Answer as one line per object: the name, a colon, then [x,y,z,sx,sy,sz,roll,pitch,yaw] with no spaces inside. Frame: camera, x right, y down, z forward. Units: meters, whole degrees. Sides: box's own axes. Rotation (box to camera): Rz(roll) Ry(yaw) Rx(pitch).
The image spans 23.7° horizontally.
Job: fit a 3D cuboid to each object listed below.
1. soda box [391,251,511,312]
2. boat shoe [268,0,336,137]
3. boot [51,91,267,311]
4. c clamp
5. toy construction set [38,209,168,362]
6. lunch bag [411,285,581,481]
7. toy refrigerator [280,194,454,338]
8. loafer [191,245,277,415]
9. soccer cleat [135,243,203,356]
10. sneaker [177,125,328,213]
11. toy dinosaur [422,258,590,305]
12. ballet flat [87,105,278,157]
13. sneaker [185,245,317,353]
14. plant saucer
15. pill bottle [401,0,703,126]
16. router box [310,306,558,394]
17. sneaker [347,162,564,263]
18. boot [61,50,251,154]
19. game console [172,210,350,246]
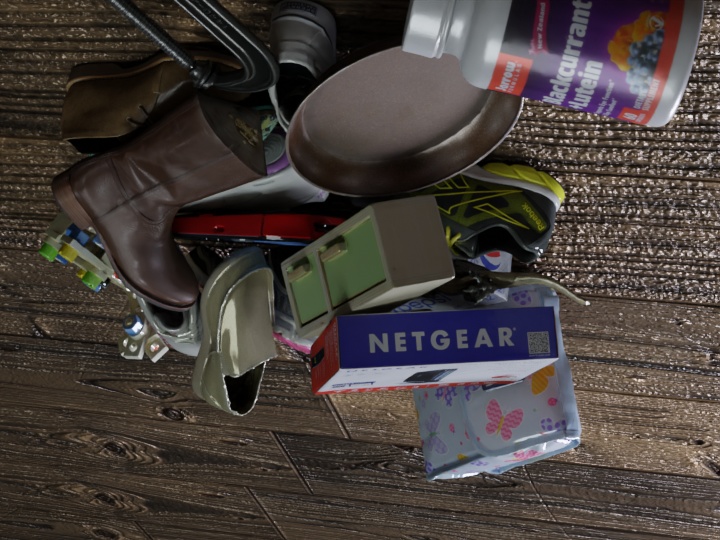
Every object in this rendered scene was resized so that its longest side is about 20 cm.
soda box: [0.055,0.007,1.704,0.068,0.064,0.200,28,151,-36]
boat shoe: [-0.042,-0.143,1.426,0.072,0.066,0.200,9,155,5]
boot: [-0.140,-0.058,1.482,0.199,0.064,0.186,-25,128,29]
c clamp: [-0.159,-0.202,1.359,0.200,0.027,0.171,38,154,-19]
toy construction set: [-0.256,0.001,1.767,0.131,0.092,0.200,25,152,38]
lunch bag: [0.138,0.112,1.744,0.127,0.170,0.200,-1,165,-34]
toy refrigerator: [0.000,0.000,1.514,0.070,0.076,0.200,-10,171,-27]
loafer: [-0.113,0.062,1.669,0.068,0.076,0.201,40,138,28]
soccer cleat: [-0.183,0.045,1.696,0.070,0.087,0.200,-18,142,4]
sneaker: [-0.121,-0.076,1.592,0.199,0.075,0.100,-4,152,31]
toy dinosaur: [0.097,0.009,1.526,0.199,0.048,0.088,4,175,28]
ballet flat: [-0.154,-0.100,1.529,0.199,0.075,0.074,-8,149,31]
sneaker: [-0.097,0.011,1.758,0.200,0.088,0.074,28,173,39]
plant saucer: [0.033,-0.130,1.391,0.199,0.032,0.201,-12,148,-8]
pill bottle: [0.134,-0.176,1.225,0.199,0.112,0.112,12,155,-1]
router box: [0.062,0.075,1.572,0.199,0.049,0.180,-3,170,-9]
sneaker: [0.080,-0.056,1.533,0.199,0.085,0.075,5,153,10]
boot: [-0.175,-0.141,1.482,0.199,0.076,0.074,-6,148,30]
game console: [-0.094,-0.035,1.630,0.176,0.031,0.200,-2,177,26]
